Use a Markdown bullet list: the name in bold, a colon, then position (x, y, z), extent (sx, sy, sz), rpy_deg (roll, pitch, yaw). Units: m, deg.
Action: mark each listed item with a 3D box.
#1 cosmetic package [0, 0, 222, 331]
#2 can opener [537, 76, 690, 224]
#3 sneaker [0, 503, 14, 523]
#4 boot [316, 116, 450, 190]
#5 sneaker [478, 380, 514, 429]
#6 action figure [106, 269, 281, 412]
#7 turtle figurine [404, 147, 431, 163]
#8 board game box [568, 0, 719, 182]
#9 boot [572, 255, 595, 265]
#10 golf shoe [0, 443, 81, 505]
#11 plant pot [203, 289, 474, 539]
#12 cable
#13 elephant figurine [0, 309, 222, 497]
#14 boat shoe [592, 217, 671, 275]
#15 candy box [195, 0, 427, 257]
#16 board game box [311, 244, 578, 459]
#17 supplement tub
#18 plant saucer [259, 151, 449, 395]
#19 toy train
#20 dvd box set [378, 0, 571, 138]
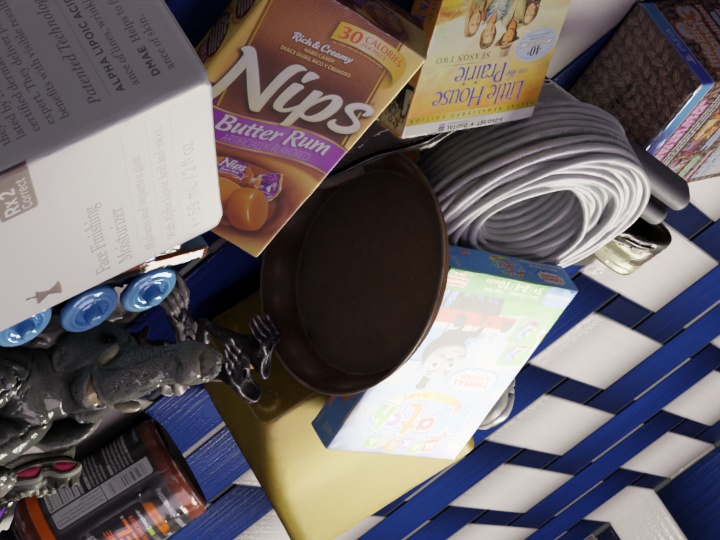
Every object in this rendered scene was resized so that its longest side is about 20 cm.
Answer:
- **cosmetic package**: position (-0.203, -0.084, 0.992), extent (0.199, 0.165, 0.165), rpy_deg (-27, 157, -14)
- **can opener**: position (0.204, -0.110, 1.514), extent (0.200, 0.067, 0.053), rpy_deg (34, 132, -27)
- **sneaker**: position (-0.337, 0.184, 1.521), extent (0.099, 0.070, 0.200), rpy_deg (-30, 162, -29)
- **boot**: position (0.000, -0.137, 1.297), extent (0.199, 0.069, 0.174), rpy_deg (-34, 157, 2)
- **sneaker**: position (0.081, 0.056, 1.653), extent (0.075, 0.201, 0.081), rpy_deg (-34, 152, 26)
- **action figure**: position (-0.166, 0.059, 1.439), extent (0.199, 0.103, 0.119), rpy_deg (-2, -152, 30)
- **turtle figurine**: position (0.072, -0.088, 1.505), extent (0.200, 0.065, 0.161), rpy_deg (-43, 157, 23)
- **board game box**: position (0.298, -0.161, 1.621), extent (0.199, 0.097, 0.160), rpy_deg (-12, 150, -42)
- **boot**: position (0.154, -0.012, 1.665), extent (0.072, 0.183, 0.199), rpy_deg (-5, 176, 34)
- **golf shoe**: position (-0.315, 0.146, 1.389), extent (0.199, 0.089, 0.077), rpy_deg (-7, 172, -45)
- **plant pot**: position (-0.040, 0.101, 1.594), extent (0.194, 0.196, 0.200), rpy_deg (-32, 152, -2)
- **cable**: position (0.133, -0.059, 1.447), extent (0.199, 0.070, 0.200), rpy_deg (6, 144, -36)
- **elephant figurine**: position (-0.227, 0.080, 1.326), extent (0.199, 0.156, 0.142), rpy_deg (-25, 157, -24)
- **boat shoe**: position (0.211, -0.067, 1.645), extent (0.066, 0.072, 0.200), rpy_deg (-31, 129, 34)
- **candy box**: position (-0.061, -0.115, 1.195), extent (0.116, 0.057, 0.200), rpy_deg (30, 119, -22)
- **board game box**: position (0.070, 0.072, 1.474), extent (0.151, 0.037, 0.201), rpy_deg (9, 126, -40)
- **supplement tub**: position (-0.252, 0.234, 1.679), extent (0.199, 0.107, 0.107), rpy_deg (-32, 159, -3)
- **plant saucer**: position (0.000, 0.000, 1.403), extent (0.034, 0.201, 0.200), rpy_deg (13, 131, -46)
- **toy train**: position (-0.198, -0.017, 1.256), extent (0.199, 0.087, 0.115), rpy_deg (-16, 147, -37)
- **dvd box set**: position (0.097, -0.195, 1.274), extent (0.146, 0.029, 0.201), rpy_deg (-12, 130, -42)
